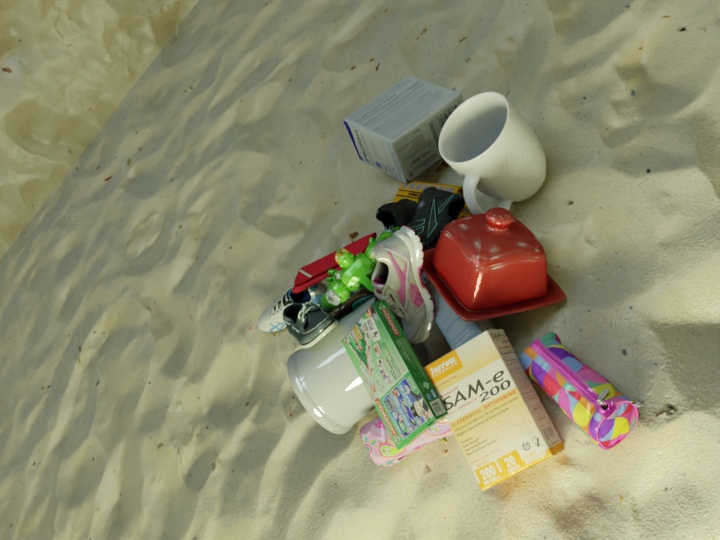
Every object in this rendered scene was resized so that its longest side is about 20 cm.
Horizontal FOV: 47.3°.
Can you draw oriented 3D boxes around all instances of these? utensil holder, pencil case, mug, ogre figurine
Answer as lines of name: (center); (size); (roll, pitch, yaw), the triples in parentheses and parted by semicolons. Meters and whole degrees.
utensil holder: (-0.001, 0.163, 1.454); (0.200, 0.170, 0.171); (-38, 41, 15)
pencil case: (0.095, 0.255, 1.354); (0.199, 0.087, 0.088); (-32, 43, 27)
mug: (0.238, -0.182, 1.453); (0.147, 0.175, 0.201); (1, 63, 46)
pencil case: (0.313, 0.169, 1.189); (0.089, 0.088, 0.200); (-51, 37, 4)
ogre figurine: (0.000, 0.000, 1.443); (0.199, 0.099, 0.120); (-26, 1, 3)

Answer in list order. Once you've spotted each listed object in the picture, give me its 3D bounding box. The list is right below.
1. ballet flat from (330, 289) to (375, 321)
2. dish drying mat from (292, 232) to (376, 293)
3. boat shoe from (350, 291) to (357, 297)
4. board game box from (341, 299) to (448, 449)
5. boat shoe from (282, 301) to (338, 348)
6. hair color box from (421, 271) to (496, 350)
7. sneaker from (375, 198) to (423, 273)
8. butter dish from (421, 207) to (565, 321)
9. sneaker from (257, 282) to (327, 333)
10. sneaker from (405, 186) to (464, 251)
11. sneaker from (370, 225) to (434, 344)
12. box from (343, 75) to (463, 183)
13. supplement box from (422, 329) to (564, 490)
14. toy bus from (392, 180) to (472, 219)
ballet flat: (-0.009, 0.069, 1.534); (0.199, 0.068, 0.073); (-36, 36, 20)
dish drying mat: (-0.055, -0.016, 1.652); (0.199, 0.018, 0.077); (-26, 27, 32)
boat shoe: (-0.014, 0.055, 1.620); (0.068, 0.074, 0.200); (-29, 52, 8)
board game box: (0.048, 0.164, 1.285); (0.201, 0.029, 0.135); (61, 146, 17)
boat shoe: (-0.096, 0.090, 1.459); (0.073, 0.062, 0.200); (-39, 10, -14)
hair color box: (0.171, 0.081, 1.387); (0.061, 0.099, 0.201); (-44, 39, 14)
sneaker: (0.089, -0.041, 1.533); (0.076, 0.090, 0.201); (-49, 61, 41)
butter dish: (0.214, -0.033, 1.330); (0.198, 0.149, 0.200); (-11, 39, -18)
sneaker: (-0.153, 0.072, 1.753); (0.199, 0.072, 0.072); (-29, 46, 30)
sneaker: (0.122, -0.065, 1.456); (0.079, 0.076, 0.201); (10, 62, 27)
sneaker: (0.061, 0.031, 1.365); (0.088, 0.202, 0.081); (-18, 16, -19)
box: (0.097, -0.295, 1.700); (0.183, 0.105, 0.200); (-36, 37, -13)
supplement box: (0.195, 0.204, 1.221); (0.126, 0.073, 0.201); (-34, 72, 24)
toy bus: (0.151, -0.122, 1.589); (0.199, 0.065, 0.079); (14, 71, 50)
